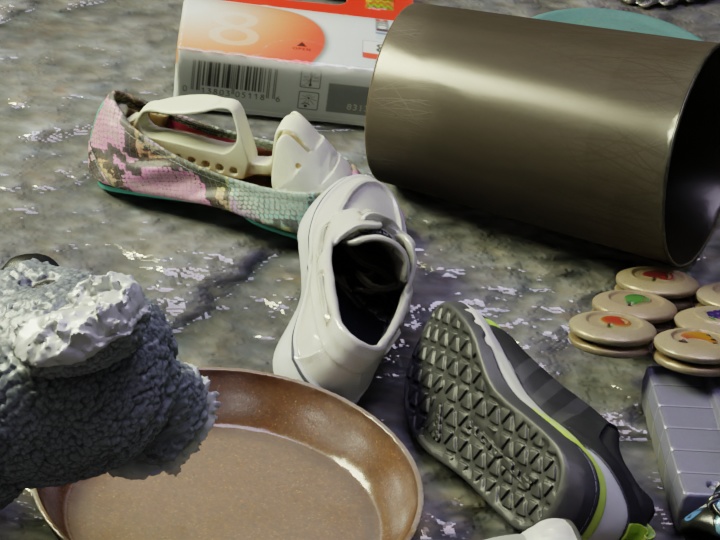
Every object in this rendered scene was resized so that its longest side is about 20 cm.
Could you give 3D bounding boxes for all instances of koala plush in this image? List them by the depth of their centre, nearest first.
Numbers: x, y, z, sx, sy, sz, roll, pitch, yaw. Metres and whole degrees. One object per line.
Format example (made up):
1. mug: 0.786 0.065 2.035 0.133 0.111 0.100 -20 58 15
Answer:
1. koala plush: -0.173 0.062 1.345 0.199 0.178 0.185 -12 60 5

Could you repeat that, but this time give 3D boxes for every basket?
1. basket: 0.113 -0.089 1.725 0.199 0.137 0.180 13 7 18

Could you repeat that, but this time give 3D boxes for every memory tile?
1. memory tile: 0.225 0.036 1.607 0.199 0.017 0.153 12 19 19

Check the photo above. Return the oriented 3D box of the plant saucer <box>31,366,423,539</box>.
1. plant saucer: -0.068 0.117 1.443 0.199 0.035 0.201 6 30 -3

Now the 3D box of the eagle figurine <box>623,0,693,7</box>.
1. eagle figurine: 0.213 -0.291 2.091 0.151 0.152 0.200 18 20 -2

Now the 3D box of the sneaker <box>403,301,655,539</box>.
1. sneaker: 0.091 0.091 1.510 0.082 0.072 0.200 17 24 -34

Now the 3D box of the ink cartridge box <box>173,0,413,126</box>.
1. ink cartridge box: -0.037 -0.166 1.899 0.161 0.050 0.201 6 34 -3

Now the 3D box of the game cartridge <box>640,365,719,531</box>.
1. game cartridge: 0.258 0.097 1.548 0.198 0.039 0.130 3 36 -7

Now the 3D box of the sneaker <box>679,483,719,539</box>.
1. sneaker: 0.204 0.109 1.439 0.089 0.079 0.201 -4 51 2

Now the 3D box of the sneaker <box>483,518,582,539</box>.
1. sneaker: 0.074 0.191 1.329 0.091 0.076 0.200 -6 25 -8

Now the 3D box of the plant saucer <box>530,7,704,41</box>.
1. plant saucer: 0.168 -0.126 1.891 0.198 0.036 0.200 5 31 -3

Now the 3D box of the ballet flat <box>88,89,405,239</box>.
1. ballet flat: -0.068 -0.066 1.706 0.199 0.072 0.069 14 31 10

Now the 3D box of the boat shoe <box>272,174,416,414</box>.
1. boat shoe: 0.000 0.000 1.592 0.072 0.066 0.200 36 33 -9
